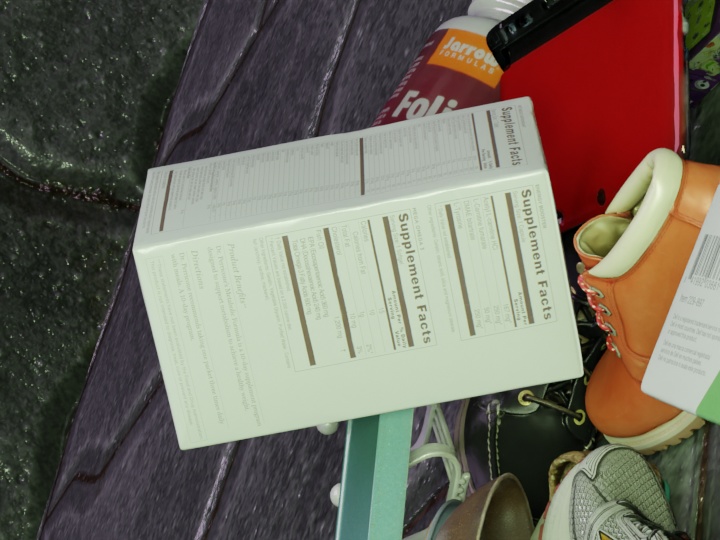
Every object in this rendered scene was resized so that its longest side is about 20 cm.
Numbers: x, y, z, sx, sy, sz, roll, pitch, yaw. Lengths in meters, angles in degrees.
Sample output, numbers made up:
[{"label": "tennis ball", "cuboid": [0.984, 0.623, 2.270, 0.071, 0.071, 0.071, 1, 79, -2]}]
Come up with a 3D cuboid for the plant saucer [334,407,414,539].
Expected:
[{"label": "plant saucer", "cuboid": [0.000, 0.158, 1.205, 0.070, 0.019, 0.201, 152, 126, -69]}]

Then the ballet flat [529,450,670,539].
[{"label": "ballet flat", "cuboid": [0.102, 0.169, 1.146, 0.071, 0.065, 0.201, -53, 21, 45]}]

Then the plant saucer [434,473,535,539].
[{"label": "plant saucer", "cuboid": [0.055, 0.195, 1.135, 0.200, 0.032, 0.202, -2, -90, -75]}]

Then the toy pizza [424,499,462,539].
[{"label": "toy pizza", "cuboid": [0.037, 0.212, 1.192, 0.200, 0.032, 0.202, -1, -90, -76]}]

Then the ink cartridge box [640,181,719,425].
[{"label": "ink cartridge box", "cuboid": [0.205, -0.022, 0.981, 0.145, 0.087, 0.201, -160, 90, -77]}]

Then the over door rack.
[{"label": "over door rack", "cuboid": [0.018, 0.141, 1.330, 0.148, 0.066, 0.201, -105, 10, -57]}]

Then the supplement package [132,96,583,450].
[{"label": "supplement package", "cuboid": [0.000, 0.000, 1.196, 0.114, 0.199, 0.110, -90, -11, -67]}]

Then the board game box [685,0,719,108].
[{"label": "board game box", "cuboid": [0.221, -0.181, 1.303, 0.200, 0.032, 0.121, 133, 151, -57]}]

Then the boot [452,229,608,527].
[{"label": "boot", "cuboid": [0.117, 0.037, 1.295, 0.151, 0.073, 0.201, -56, 13, 44]}]

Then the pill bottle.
[{"label": "pill bottle", "cuboid": [0.066, -0.072, 1.401, 0.201, 0.114, 0.114, -57, 10, -14]}]

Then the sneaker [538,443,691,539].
[{"label": "sneaker", "cuboid": [0.135, 0.143, 1.064, 0.082, 0.078, 0.200, -54, 26, 26]}]

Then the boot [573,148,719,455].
[{"label": "boot", "cuboid": [0.138, 0.013, 1.162, 0.200, 0.107, 0.075, 123, 161, -48]}]

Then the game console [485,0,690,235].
[{"label": "game console", "cuboid": [0.155, -0.111, 1.268, 0.172, 0.119, 0.200, -28, 1, -26]}]
